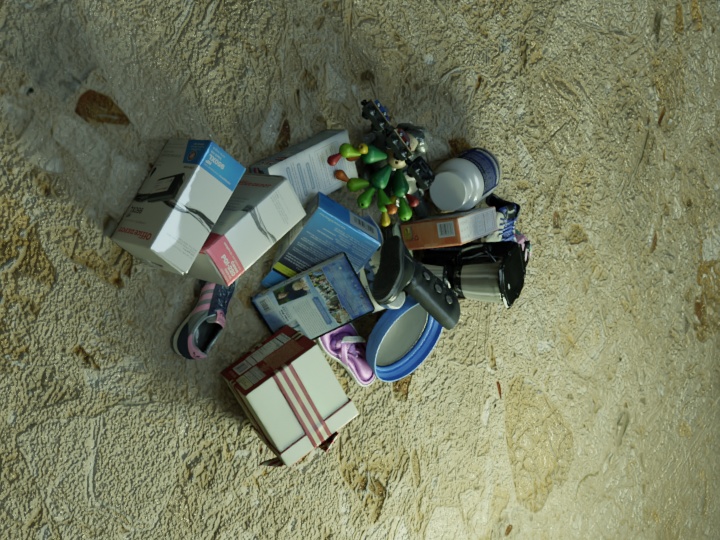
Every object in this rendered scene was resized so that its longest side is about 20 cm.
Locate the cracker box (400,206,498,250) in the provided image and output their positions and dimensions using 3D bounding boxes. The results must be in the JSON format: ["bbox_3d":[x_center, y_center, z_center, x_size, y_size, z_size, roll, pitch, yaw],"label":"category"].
[{"bbox_3d":[0.188,-0.089,1.849,0.199,0.133,0.059,-18,101,-58],"label":"cracker box"}]

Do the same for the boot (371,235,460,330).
[{"bbox_3d":[0.113,0.052,1.706,0.200,0.065,0.166,46,39,-29],"label":"boot"}]

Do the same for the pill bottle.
[{"bbox_3d":[0.218,-0.189,1.871,0.200,0.110,0.113,-35,122,-58],"label":"pill bottle"}]

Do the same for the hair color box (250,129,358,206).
[{"bbox_3d":[-0.102,-0.183,1.655,0.199,0.060,0.100,-32,118,-35],"label":"hair color box"}]

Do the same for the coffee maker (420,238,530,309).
[{"bbox_3d":[0.241,0.004,1.885,0.191,0.198,0.137,-15,104,-60],"label":"coffee maker"}]

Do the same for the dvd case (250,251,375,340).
[{"bbox_3d":[-0.088,0.063,1.662,0.198,0.018,0.143,-26,124,6],"label":"dvd case"}]

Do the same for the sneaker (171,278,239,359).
[{"bbox_3d":[-0.250,0.066,1.550,0.070,0.082,0.202,35,74,-40],"label":"sneaker"}]

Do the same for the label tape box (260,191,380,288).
[{"bbox_3d":[-0.076,-0.028,1.660,0.142,0.066,0.200,29,119,-21],"label":"label tape box"}]

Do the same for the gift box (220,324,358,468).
[{"bbox_3d":[-0.140,0.239,1.612,0.199,0.184,0.188,-34,111,-11],"label":"gift box"}]

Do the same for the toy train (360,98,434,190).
[{"bbox_3d":[0.070,-0.235,1.620,0.201,0.034,0.046,51,56,-12],"label":"toy train"}]

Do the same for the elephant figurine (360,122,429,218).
[{"bbox_3d":[0.073,-0.184,1.772,0.153,0.142,0.203,1,111,-2],"label":"elephant figurine"}]

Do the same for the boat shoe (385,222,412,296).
[{"bbox_3d":[0.079,-0.004,1.850,0.072,0.060,0.203,-54,133,-52],"label":"boat shoe"}]

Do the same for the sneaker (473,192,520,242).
[{"bbox_3d":[0.310,-0.086,1.956,0.080,0.115,0.201,-17,76,-30],"label":"sneaker"}]

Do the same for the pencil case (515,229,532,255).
[{"bbox_3d":[0.312,-0.019,2.047,0.199,0.087,0.088,-32,118,-35],"label":"pencil case"}]

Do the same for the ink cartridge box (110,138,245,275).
[{"bbox_3d":[-0.296,-0.107,1.434,0.084,0.144,0.202,38,72,-38],"label":"ink cartridge box"}]

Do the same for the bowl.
[{"bbox_3d":[0.091,0.136,1.830,0.199,0.039,0.202,-30,139,-29],"label":"bowl"}]

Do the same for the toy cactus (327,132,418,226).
[{"bbox_3d":[0.047,-0.188,1.655,0.200,0.102,0.166,41,81,-14],"label":"toy cactus"}]

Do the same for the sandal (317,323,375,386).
[{"bbox_3d":[-0.015,0.162,1.805,0.083,0.049,0.203,-56,130,-20],"label":"sandal"}]

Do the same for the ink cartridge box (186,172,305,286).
[{"bbox_3d":[-0.213,-0.074,1.515,0.200,0.145,0.085,-46,124,-25],"label":"ink cartridge box"}]

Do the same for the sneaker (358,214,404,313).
[{"bbox_3d":[0.000,0.001,1.763,0.080,0.115,0.202,-11,75,-46],"label":"sneaker"}]
